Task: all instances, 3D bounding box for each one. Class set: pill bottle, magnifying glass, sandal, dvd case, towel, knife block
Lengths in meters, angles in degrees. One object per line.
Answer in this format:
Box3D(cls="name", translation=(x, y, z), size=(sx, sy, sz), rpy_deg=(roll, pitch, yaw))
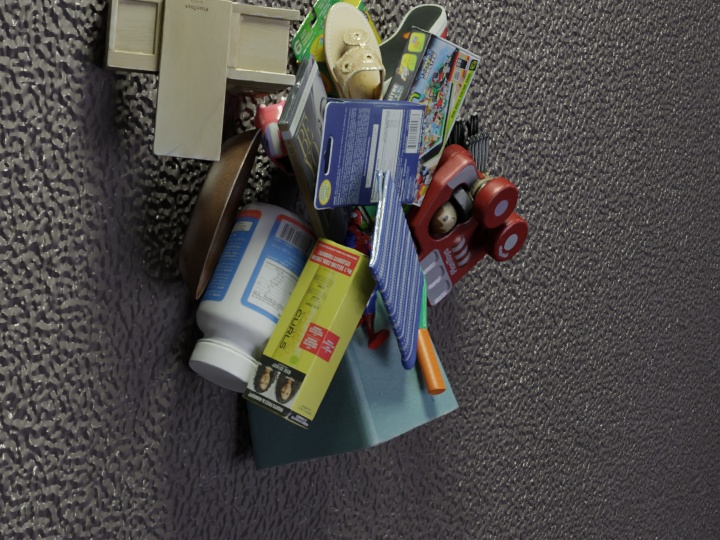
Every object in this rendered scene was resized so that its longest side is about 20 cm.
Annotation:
Box3D(cls="pill bottle", translation=(-0.125, 0.033, 1.676), size=(0.112, 0.111, 0.202), rpy_deg=(47, 61, -50))
Box3D(cls="magnifying glass", translation=(0.064, 0.056, 1.762), size=(0.079, 0.022, 0.202), rpy_deg=(8, 55, -48))
Box3D(cls="sandal", translation=(0.008, -0.219, 1.706), size=(0.077, 0.069, 0.215), rpy_deg=(-1, 84, -28))
Box3D(cls="dvd case", translation=(-0.047, -0.127, 1.679), size=(0.150, 0.016, 0.202), rpy_deg=(-74, 152, -51))
Box3D(cls="towel", translation=(0.039, 0.002, 1.654), size=(0.201, 0.023, 0.146), rpy_deg=(69, 22, -49))
Box3D(cls="knife block", translation=(0.116, -0.129, 2.057), size=(0.064, 0.176, 0.200), rpy_deg=(-22, 160, -50))

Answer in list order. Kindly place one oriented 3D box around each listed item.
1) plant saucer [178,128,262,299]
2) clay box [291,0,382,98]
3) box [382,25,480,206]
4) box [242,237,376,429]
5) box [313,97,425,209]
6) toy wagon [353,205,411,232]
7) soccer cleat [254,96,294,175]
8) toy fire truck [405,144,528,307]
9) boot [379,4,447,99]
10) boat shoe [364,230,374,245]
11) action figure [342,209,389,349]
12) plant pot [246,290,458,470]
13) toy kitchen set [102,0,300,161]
Box3D(cls="plant saucer", translation=(-0.160, -0.068, 1.596), size=(0.200, 0.036, 0.203), rpy_deg=(-159, -91, -87))
Box3D(cls="clay box", translation=(-0.013, -0.252, 1.831), size=(0.116, 0.047, 0.201), rpy_deg=(-62, 143, -28))
Box3D(cls="box", translation=(0.069, -0.188, 1.781), size=(0.109, 0.035, 0.202), rpy_deg=(13, 101, -50))
Box3D(cls="box", translation=(-0.053, 0.070, 1.620), size=(0.050, 0.075, 0.202), rpy_deg=(36, 79, -53))
Box3D(cls="box", translation=(0.003, -0.135, 1.656), size=(0.199, 0.032, 0.123), rpy_deg=(-7, 108, -55))
Box3D(cls="toy wagon", translation=(0.049, -0.115, 1.901), size=(0.155, 0.040, 0.200), rpy_deg=(-42, 152, -5))
Box3D(cls="soccer cleat", translation=(-0.074, -0.136, 1.720), size=(0.200, 0.066, 0.078), rpy_deg=(47, 32, -66))
Box3D(cls="toy fire truck", translation=(0.119, -0.055, 1.899), size=(0.168, 0.112, 0.201), rpy_deg=(-44, 147, -11))
Box3D(cls="boot", translation=(0.063, -0.230, 1.854), size=(0.200, 0.072, 0.146), rpy_deg=(-51, 141, -41))
Box3D(cls="boat shoe", translation=(0.036, -0.015, 1.940), size=(0.199, 0.072, 0.076), rpy_deg=(22, 83, -62))
Box3D(cls="action figure", translation=(0.000, 0.000, 1.718), size=(0.065, 0.052, 0.202), rpy_deg=(21, 36, -27))
Box3D(cls="plant pot", translation=(-0.029, 0.112, 1.777), size=(0.195, 0.194, 0.203), rpy_deg=(-14, 88, -54))
Box3D(cls="toy kitchen set", translation=(-0.185, -0.201, 1.566), size=(0.197, 0.180, 0.166), rpy_deg=(5, 91, -16))
